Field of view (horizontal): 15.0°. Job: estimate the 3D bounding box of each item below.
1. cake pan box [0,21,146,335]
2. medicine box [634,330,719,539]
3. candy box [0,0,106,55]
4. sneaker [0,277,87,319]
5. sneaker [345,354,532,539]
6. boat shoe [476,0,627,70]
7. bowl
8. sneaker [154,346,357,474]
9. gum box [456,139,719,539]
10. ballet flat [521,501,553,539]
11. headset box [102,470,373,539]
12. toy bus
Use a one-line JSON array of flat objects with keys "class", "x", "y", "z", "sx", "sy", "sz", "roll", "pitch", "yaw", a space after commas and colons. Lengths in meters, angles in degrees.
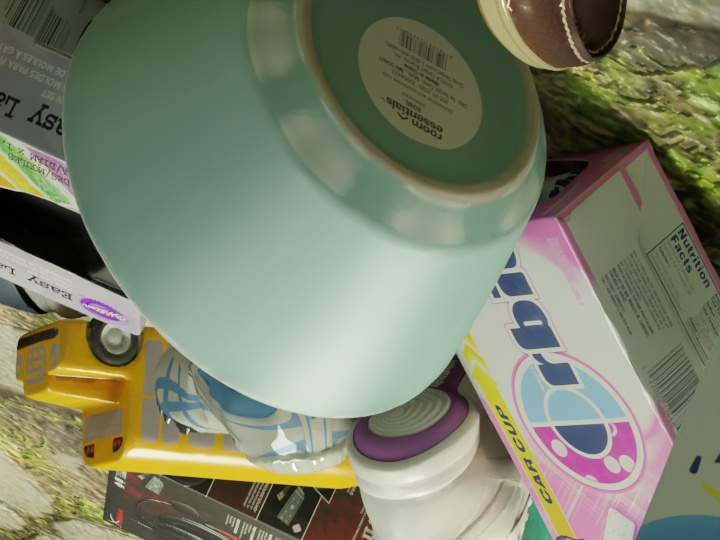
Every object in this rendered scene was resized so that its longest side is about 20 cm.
[{"class": "cake pan box", "x": -0.168, "y": -0.054, "z": 1.209, "sx": 0.199, "sy": 0.053, "sz": 0.184, "roll": 24, "pitch": 161, "yaw": 2}, {"class": "medicine box", "x": 0.224, "y": 0.072, "z": 1.045, "sx": 0.181, "sy": 0.201, "sz": 0.103, "roll": 16, "pitch": 157, "yaw": 22}, {"class": "candy box", "x": -0.240, "y": -0.152, "z": 1.225, "sx": 0.167, "sy": 0.072, "sz": 0.200, "roll": 6, "pitch": 152, "yaw": 41}, {"class": "sneaker", "x": -0.198, "y": -0.005, "z": 1.498, "sx": 0.146, "sy": 0.081, "sz": 0.200, "roll": 32, "pitch": 152, "yaw": -6}, {"class": "sneaker", "x": 0.051, "y": 0.086, "z": 1.294, "sx": 0.074, "sy": 0.200, "sz": 0.100, "roll": 0, "pitch": 110, "yaw": 29}, {"class": "boat shoe", "x": 0.082, "y": -0.129, "z": 0.929, "sx": 0.072, "sy": 0.072, "sz": 0.200, "roll": 19, "pitch": 151, "yaw": 20}, {"class": "bowl", "x": -0.006, "y": -0.056, "z": 1.066, "sx": 0.200, "sy": 0.202, "sz": 0.105, "roll": 33, "pitch": 137, "yaw": -18}, {"class": "sneaker", "x": -0.051, "y": 0.048, "z": 1.314, "sx": 0.071, "sy": 0.073, "sz": 0.200, "roll": -5, "pitch": -173, "yaw": -20}, {"class": "gum box", "x": 0.108, "y": 0.041, "z": 1.195, "sx": 0.113, "sy": 0.066, "sz": 0.201, "roll": -7, "pitch": 115, "yaw": 53}, {"class": "ballet flat", "x": 0.082, "y": 0.127, "z": 1.398, "sx": 0.201, "sy": 0.070, "sz": 0.067, "roll": 57, "pitch": -171, "yaw": 2}, {"class": "headset box", "x": -0.053, "y": 0.145, "z": 1.684, "sx": 0.199, "sy": 0.075, "sz": 0.149, "roll": 25, "pitch": 158, "yaw": 2}, {"class": "toy bus", "x": -0.086, "y": 0.071, "z": 1.487, "sx": 0.199, "sy": 0.079, "sz": 0.065, "roll": 7, "pitch": 169, "yaw": -29}]
